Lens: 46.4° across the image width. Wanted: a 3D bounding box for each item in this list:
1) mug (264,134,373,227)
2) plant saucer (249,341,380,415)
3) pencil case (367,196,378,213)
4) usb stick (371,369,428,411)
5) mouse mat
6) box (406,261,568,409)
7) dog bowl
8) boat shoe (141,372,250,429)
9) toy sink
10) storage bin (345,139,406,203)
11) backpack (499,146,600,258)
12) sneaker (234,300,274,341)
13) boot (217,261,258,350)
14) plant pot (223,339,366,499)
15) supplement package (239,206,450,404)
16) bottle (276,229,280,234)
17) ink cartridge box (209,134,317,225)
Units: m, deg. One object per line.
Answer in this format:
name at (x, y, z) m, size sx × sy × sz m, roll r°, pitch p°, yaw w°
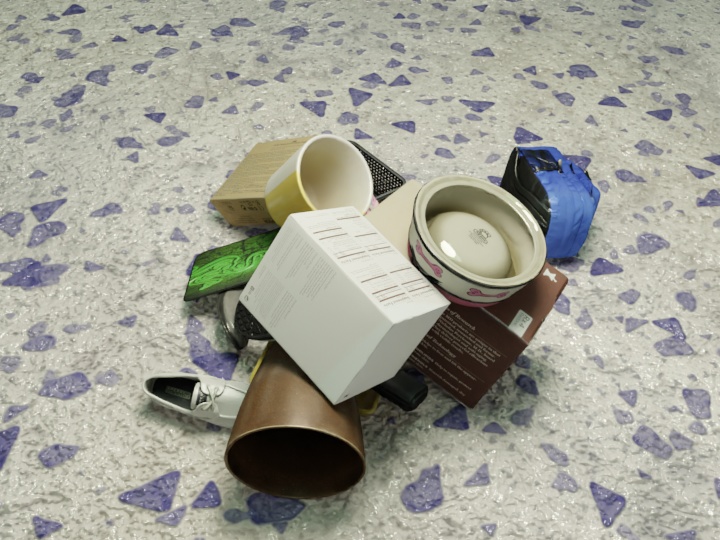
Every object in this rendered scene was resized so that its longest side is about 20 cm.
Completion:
mug at (-0.094, -0.121, 1.390) m, size 0.153 × 0.150 × 0.187 m, roll -19°, pitch 19°, yaw 51°
plant saucer at (-0.050, 0.145, 1.329) m, size 0.199 × 0.049 × 0.200 m, roll 12°, pitch 42°, yaw 10°
pencil case at (0.038, -0.046, 1.465) m, size 0.087 × 0.087 × 0.200 m, roll -32°, pitch 81°, yaw -33°
usb stick at (0.013, 0.147, 1.267) m, size 0.200 × 0.033 × 0.055 m, roll 30°, pitch 49°, yaw 29°
mouse mat at (-0.206, -0.016, 1.452) m, size 0.199 × 0.008 × 0.161 m, roll -18°, pitch 30°, yaw 9°
box at (0.178, 0.067, 1.283) m, size 0.164 × 0.200 × 0.166 m, roll 37°, pitch 48°, yaw 8°
dog bowl at (0.154, -0.036, 1.171) m, size 0.199 × 0.074 × 0.201 m, roll 12°, pitch 49°, yaw -14°
boat shoe at (-0.228, 0.191, 1.238) m, size 0.199 × 0.065 × 0.074 m, roll 4°, pitch 79°, yaw 14°
toy sink at (0.066, -0.031, 1.279) m, size 0.130 × 0.112 × 0.200 m, roll 37°, pitch 36°, yaw 7°
storage bin at (-0.017, -0.158, 1.648) m, size 0.135 × 0.094 × 0.200 m, roll -25°, pitch 48°, yaw -28°
backpack at (0.361, -0.125, 1.571) m, size 0.167 × 0.163 × 0.200 m, roll -3°, pitch 40°, yaw -11°
sneaker at (-0.108, 0.084, 1.294) m, size 0.199 × 0.083 × 0.072 m, roll 7°, pitch 80°, yaw 38°
boot at (-0.165, 0.036, 1.403) m, size 0.131 × 0.070 × 0.201 m, roll -19°, pitch 42°, yaw 8°
plant pot at (-0.082, 0.179, 1.161) m, size 0.186 × 0.187 × 0.201 m, roll 2°, pitch 48°, yaw 0°
supplement package at (-0.022, 0.040, 1.120) m, size 0.200 × 0.152 × 0.150 m, roll 45°, pitch 29°, yaw 19°
bottle at (-0.055, -0.048, 1.532) m, size 0.199 × 0.066 × 0.084 m, roll -4°, pitch 17°, yaw -7°
ink cartridge box at (-0.165, -0.166, 1.571) m, size 0.199 × 0.075 × 0.165 m, roll 3°, pitch 50°, yaw 50°
